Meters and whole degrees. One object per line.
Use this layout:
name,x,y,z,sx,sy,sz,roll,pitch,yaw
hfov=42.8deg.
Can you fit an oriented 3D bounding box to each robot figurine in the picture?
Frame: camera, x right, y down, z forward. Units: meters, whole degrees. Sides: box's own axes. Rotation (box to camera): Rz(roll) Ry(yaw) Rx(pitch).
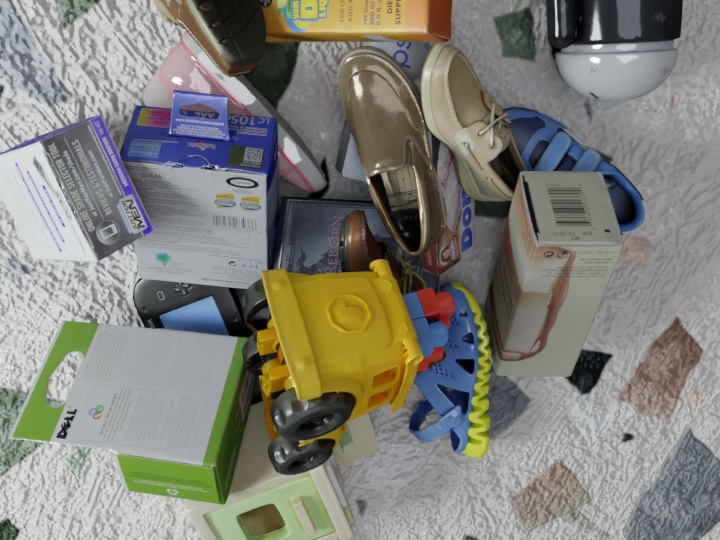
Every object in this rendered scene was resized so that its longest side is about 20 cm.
robot figurine,0.248,-0.268,0.894,0.148,0.125,0.203,-1,105,5

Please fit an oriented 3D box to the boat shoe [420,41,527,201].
boat shoe,0.114,-0.136,0.873,0.073,0.064,0.201,-59,143,-23

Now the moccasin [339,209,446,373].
moccasin,0.034,0.024,0.906,0.077,0.074,0.203,-16,121,14

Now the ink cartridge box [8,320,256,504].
ink cartridge box,-0.215,0.134,0.901,0.197,0.149,0.076,6,138,6

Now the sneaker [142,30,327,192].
sneaker,-0.129,-0.131,0.910,0.105,0.075,0.200,-43,102,7

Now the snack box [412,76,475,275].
snack box,0.086,-0.101,0.928,0.072,0.024,0.203,-31,127,-42

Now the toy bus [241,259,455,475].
toy bus,-0.006,0.082,0.843,0.189,0.137,0.201,-13,149,-17

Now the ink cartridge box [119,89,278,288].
ink cartridge box,-0.145,-0.074,0.859,0.134,0.077,0.201,5,143,-1

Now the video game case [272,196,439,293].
video game case,0.000,0.000,0.945,0.198,0.019,0.145,0,106,-33

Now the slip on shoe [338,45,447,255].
slip on shoe,0.028,-0.109,0.864,0.075,0.061,0.202,-8,112,23

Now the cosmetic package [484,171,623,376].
cosmetic package,0.186,0.008,0.920,0.086,0.104,0.202,0,137,-5

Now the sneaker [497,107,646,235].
sneaker,0.217,-0.103,0.953,0.198,0.082,0.074,30,101,-11

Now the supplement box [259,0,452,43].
supplement box,-0.016,-0.246,0.848,0.197,0.069,0.068,6,100,27

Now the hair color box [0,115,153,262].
hair color box,-0.271,-0.071,0.842,0.064,0.199,0.111,-31,109,-28

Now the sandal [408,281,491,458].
sandal,0.094,0.113,0.995,0.086,0.080,0.203,-4,103,-7

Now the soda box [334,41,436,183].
soda box,0.029,-0.188,0.917,0.067,0.063,0.203,10,103,-11

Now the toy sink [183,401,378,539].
toy sink,-0.073,0.217,0.964,0.197,0.113,0.131,-20,130,-2

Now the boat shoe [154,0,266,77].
boat shoe,-0.155,-0.263,0.850,0.075,0.074,0.202,-18,75,-40

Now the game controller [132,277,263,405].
game controller,-0.162,0.084,0.976,0.103,0.042,0.202,-22,105,-1
